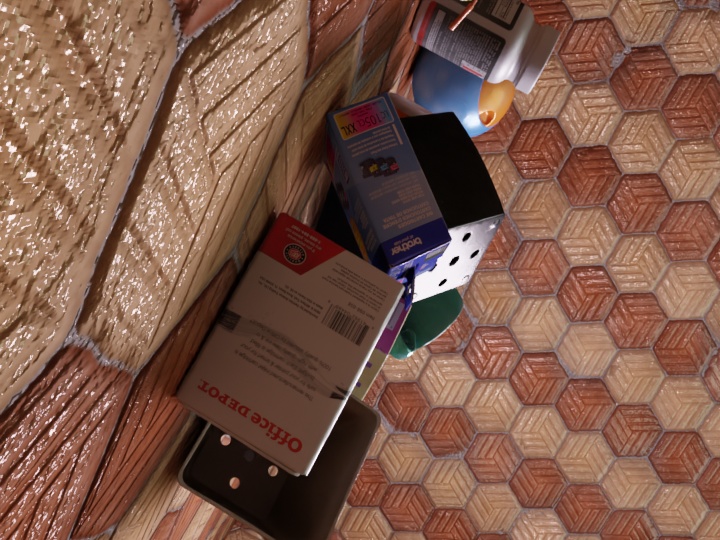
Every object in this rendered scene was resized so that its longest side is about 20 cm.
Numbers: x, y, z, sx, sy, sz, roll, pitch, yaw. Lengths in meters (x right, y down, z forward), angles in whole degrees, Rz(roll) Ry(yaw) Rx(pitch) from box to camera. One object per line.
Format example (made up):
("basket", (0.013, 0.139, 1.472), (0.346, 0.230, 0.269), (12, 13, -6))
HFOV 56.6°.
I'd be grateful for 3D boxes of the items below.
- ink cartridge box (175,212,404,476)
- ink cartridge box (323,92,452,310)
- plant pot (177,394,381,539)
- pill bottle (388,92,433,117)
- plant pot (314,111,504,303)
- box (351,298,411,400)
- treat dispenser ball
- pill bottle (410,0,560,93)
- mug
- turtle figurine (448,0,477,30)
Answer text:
("ink cartridge box", (-0.066, 0.073, 0.657), (0.203, 0.142, 0.084), (-60, 178, -12))
("ink cartridge box", (0.030, -0.063, 0.718), (0.075, 0.204, 0.137), (-23, 170, -8))
("plant pot", (-0.122, 0.238, 0.880), (0.202, 0.198, 0.177), (-61, -168, -28))
("pill bottle", (0.049, -0.169, 1.073), (0.203, 0.111, 0.113), (-64, 178, 18))
("plant pot", (0.079, -0.075, 0.925), (0.197, 0.178, 0.202), (-16, 145, -36))
("box", (-0.050, 0.092, 0.919), (0.097, 0.173, 0.202), (-57, 175, -43))
("treat dispenser ball", (0.194, -0.355, 1.262), (0.204, 0.197, 0.201), (-62, 178, -4))
("pill bottle", (0.181, -0.348, 0.977), (0.118, 0.197, 0.116), (-61, 178, -4))
("mug", (0.074, 0.042, 1.034), (0.151, 0.116, 0.185), (-35, -167, -5))
("turtle figurine", (0.142, -0.429, 0.858), (0.163, 0.063, 0.203), (-73, 178, -52))
